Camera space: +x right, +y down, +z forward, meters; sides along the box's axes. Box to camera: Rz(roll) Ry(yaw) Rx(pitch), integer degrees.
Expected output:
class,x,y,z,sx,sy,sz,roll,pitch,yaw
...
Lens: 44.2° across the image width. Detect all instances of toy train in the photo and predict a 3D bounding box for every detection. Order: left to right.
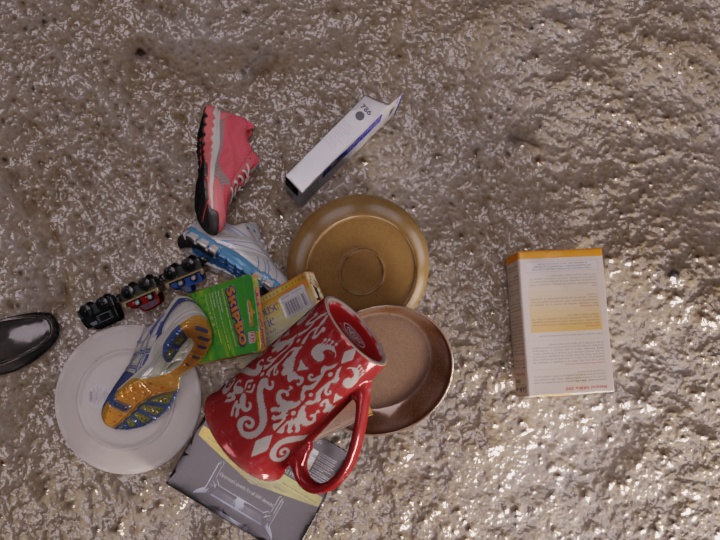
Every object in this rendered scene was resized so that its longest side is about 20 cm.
class,x,y,z,sx,sy,sz,roll,pitch,yaw
toy train,-0.290,0.032,1.200,0.198,0.034,0.046,-24,97,8

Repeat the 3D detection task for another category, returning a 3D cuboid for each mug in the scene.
class,x,y,z,sx,sy,sz,roll,pitch,yaw
mug,-0.059,0.151,1.068,0.177,0.134,0.200,43,104,-13

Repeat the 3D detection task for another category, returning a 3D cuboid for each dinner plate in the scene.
class,x,y,z,sx,sy,sz,roll,pitch,yaw
dinner plate,-0.317,0.175,1.207,0.197,0.024,0.203,1,83,-4

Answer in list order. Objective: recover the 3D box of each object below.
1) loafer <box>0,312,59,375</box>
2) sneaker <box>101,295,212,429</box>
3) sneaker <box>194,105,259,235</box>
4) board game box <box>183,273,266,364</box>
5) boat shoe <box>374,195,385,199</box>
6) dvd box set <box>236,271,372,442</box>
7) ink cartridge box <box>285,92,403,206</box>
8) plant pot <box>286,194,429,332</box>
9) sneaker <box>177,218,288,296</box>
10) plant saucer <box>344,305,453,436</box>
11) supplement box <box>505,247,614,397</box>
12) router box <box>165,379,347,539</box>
class,x,y,z,sx,sy,sz,roll,pitch,yaw
loafer,-0.499,0.107,1.172,0.198,0.072,0.074,-23,85,-8
sneaker,-0.272,0.123,1.178,0.200,0.088,0.075,-47,130,8
sneaker,-0.179,-0.140,1.211,0.086,0.074,0.203,6,60,-17
board game box,-0.178,0.067,1.153,0.030,0.199,0.097,-4,82,-36
boat shoe,0.004,-0.004,1.236,0.071,0.068,0.203,13,85,-7
dvd box set,-0.085,0.123,1.151,0.145,0.029,0.202,-29,78,22
ink cartridge box,-0.025,-0.178,1.237,0.039,0.099,0.200,45,81,2
plant pot,0.000,0.000,1.189,0.197,0.028,0.203,-3,105,-11
sneaker,-0.147,-0.019,1.224,0.199,0.075,0.087,36,61,-8
plant saucer,0.027,0.131,1.203,0.197,0.037,0.203,-4,114,-9
supplement box,0.278,0.074,1.249,0.124,0.074,0.203,-2,83,-6
router box,-0.137,0.266,1.197,0.199,0.052,0.158,31,81,-1
